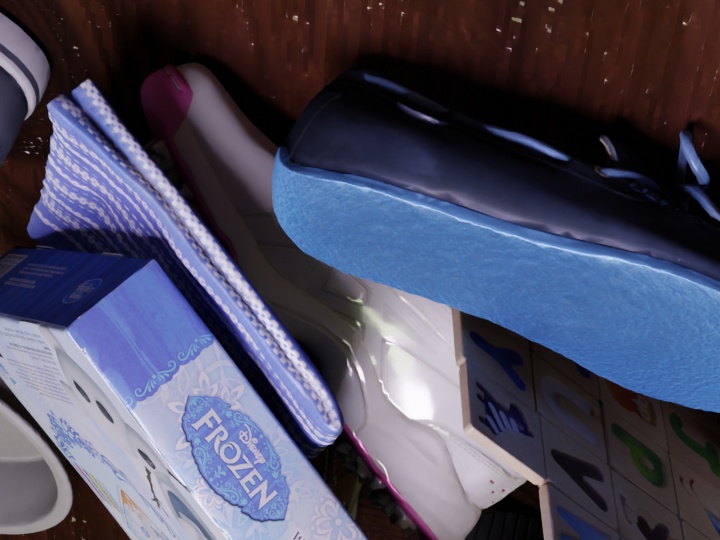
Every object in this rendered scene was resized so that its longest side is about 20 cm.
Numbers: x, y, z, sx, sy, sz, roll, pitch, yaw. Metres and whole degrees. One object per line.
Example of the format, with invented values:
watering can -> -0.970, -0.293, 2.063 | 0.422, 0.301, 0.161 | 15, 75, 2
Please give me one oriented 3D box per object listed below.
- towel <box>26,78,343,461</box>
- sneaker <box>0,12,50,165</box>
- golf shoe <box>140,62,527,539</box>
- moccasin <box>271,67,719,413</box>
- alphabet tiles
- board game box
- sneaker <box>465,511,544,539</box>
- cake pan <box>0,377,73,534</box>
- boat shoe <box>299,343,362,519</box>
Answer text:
towel -> -0.066, 0.013, 0.991 | 0.145, 0.024, 0.200 | 51, 168, 3
sneaker -> -0.204, -0.090, 0.965 | 0.200, 0.080, 0.078 | 34, 152, -16
golf shoe -> 0.000, 0.000, 0.989 | 0.200, 0.091, 0.075 | 55, 177, -17
moccasin -> 0.073, -0.017, 0.896 | 0.199, 0.068, 0.081 | 23, 145, -1
alphabet tiles -> 0.104, 0.073, 0.947 | 0.200, 0.167, 0.006 | 37, 117, -24
board game box -> -0.056, 0.081, 1.019 | 0.199, 0.043, 0.200 | 54, 165, -14
sneaker -> 0.085, 0.174, 1.218 | 0.088, 0.074, 0.200 | -12, 137, 46
cake pan -> -0.216, 0.053, 1.275 | 0.200, 0.037, 0.200 | 18, 153, 10
boat shoe -> -0.033, 0.090, 1.160 | 0.075, 0.072, 0.200 | 18, 152, 11
